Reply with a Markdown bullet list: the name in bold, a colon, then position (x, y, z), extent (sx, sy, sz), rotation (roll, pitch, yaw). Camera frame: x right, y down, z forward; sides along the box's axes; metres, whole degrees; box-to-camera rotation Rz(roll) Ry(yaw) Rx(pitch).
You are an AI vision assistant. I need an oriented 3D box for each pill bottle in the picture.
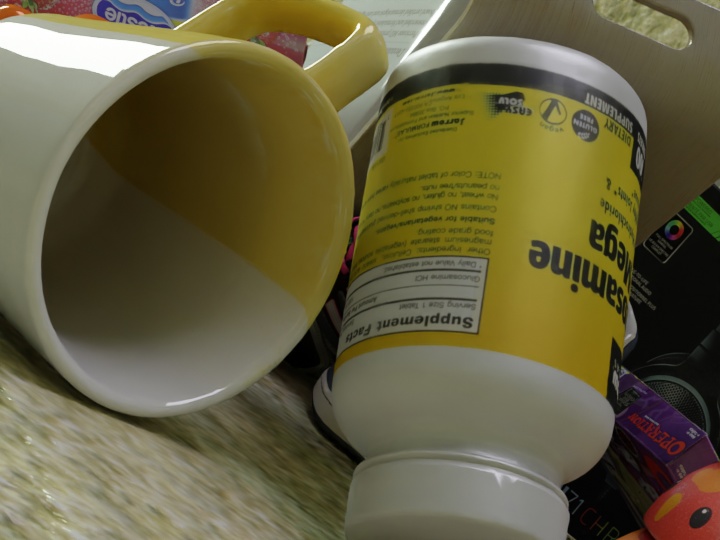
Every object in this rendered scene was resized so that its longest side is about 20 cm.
- **pill bottle**: position (0.050, 0.017, 0.873), extent (0.112, 0.200, 0.112), rotation (8, -24, 3)

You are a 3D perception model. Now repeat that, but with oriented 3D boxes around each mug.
- **mug**: position (-0.093, -0.038, 0.894), extent (0.186, 0.150, 0.153), rotation (-7, 21, -39)

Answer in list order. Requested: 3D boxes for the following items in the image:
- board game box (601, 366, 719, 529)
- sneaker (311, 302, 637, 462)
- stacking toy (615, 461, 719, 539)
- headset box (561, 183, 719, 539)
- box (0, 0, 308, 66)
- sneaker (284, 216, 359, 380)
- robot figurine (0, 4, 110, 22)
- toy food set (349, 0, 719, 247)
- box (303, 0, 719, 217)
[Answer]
- **board game box**: position (0.166, 0.133, 1.057), extent (0.200, 0.032, 0.120), rotation (59, -12, -28)
- **sneaker**: position (0.054, 0.043, 1.046), extent (0.077, 0.146, 0.202), rotation (28, 5, -24)
- **stacking toy**: position (0.177, 0.103, 0.881), extent (0.146, 0.200, 0.146), rotation (32, 4, -3)
- **headset box**: position (0.158, 0.049, 1.175), extent (0.174, 0.200, 0.093), rotation (42, 1, -24)
- **box**: position (-0.135, -0.141, 1.183), extent (0.200, 0.096, 0.100), rotation (20, -21, -26)
- **sneaker**: position (0.000, 0.000, 1.150), extent (0.087, 0.074, 0.200), rotation (19, -38, -4)
- **robot figurine**: position (-0.108, -0.047, 1.056), extent (0.200, 0.117, 0.144), rotation (33, 4, 2)
- **toy food set**: position (0.078, -0.069, 0.985), extent (0.143, 0.060, 0.200), rotation (21, -32, -17)
- **box**: position (0.070, -0.070, 1.291), extent (0.199, 0.171, 0.200), rotation (39, -9, -19)
